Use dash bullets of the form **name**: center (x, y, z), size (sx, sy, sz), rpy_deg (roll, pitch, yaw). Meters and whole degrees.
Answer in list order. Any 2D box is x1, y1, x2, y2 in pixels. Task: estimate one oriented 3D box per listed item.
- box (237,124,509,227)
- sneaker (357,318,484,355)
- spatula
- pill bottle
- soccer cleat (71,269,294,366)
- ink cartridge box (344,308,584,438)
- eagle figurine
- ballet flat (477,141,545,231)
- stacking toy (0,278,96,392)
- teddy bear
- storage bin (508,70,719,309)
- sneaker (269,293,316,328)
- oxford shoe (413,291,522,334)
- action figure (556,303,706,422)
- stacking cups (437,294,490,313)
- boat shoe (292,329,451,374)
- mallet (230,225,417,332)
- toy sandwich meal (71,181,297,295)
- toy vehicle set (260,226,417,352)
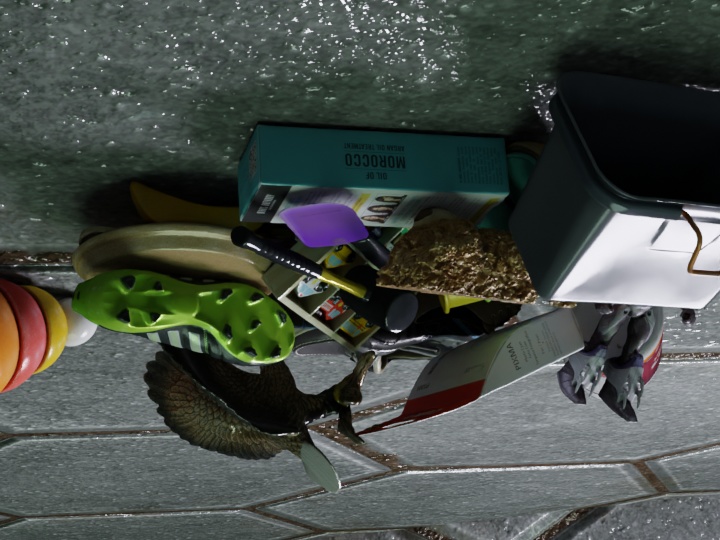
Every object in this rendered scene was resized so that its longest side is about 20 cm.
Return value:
- **box**: center (0.009, -0.071, 1.062), size (0.198, 0.050, 0.082), rpy_deg (2, 161, -16)
- **sneaker**: center (0.063, 0.038, 1.392), size (0.199, 0.074, 0.082), rpy_deg (-2, 153, -33)
- **spatula**: center (-0.005, -0.024, 1.089), size (0.056, 0.021, 0.200), rpy_deg (-9, 169, 17)
- **pill bottle**: center (0.270, 0.075, 1.462), size (0.109, 0.110, 0.200), rpy_deg (-7, 162, 9)
- **soccer cleat**: center (-0.145, 0.036, 1.140), size (0.199, 0.068, 0.081), rpy_deg (16, 171, -37)
- **ink cartridge box**: center (0.091, 0.099, 1.296), size (0.199, 0.048, 0.160), rpy_deg (-20, 178, -28)
- **eagle figurine**: center (-0.100, 0.117, 1.265), size (0.198, 0.153, 0.151), rpy_deg (1, -156, -15)
- **ballet flat**: center (0.142, -0.066, 1.115), size (0.063, 0.069, 0.200), rpy_deg (-29, 170, -15)
- **stacking toy**: center (-0.331, 0.061, 1.311), size (0.146, 0.147, 0.199), rpy_deg (-19, 172, 39)
- **teddy bear**: center (0.104, -0.009, 1.091), size (0.199, 0.067, 0.145), rpy_deg (7, 176, -24)
- **storage bin**: center (0.213, -0.039, 0.984), size (0.199, 0.146, 0.135), rpy_deg (3, 138, -25)
- **sneaker**: center (-0.103, 0.020, 1.305), size (0.198, 0.076, 0.078), rpy_deg (4, 174, -6)
- **oxford shoe**: center (0.139, 0.023, 1.320), size (0.198, 0.085, 0.073), rpy_deg (-6, 160, 1)
- **action figure**: center (0.262, 0.040, 1.301), size (0.129, 0.069, 0.201), rpy_deg (12, 114, -14)
- **stacking cups**: center (0.164, -0.014, 1.234), size (0.199, 0.061, 0.061), rpy_deg (-14, 162, -5)
- **boat shoe**: center (0.017, 0.081, 1.496), size (0.198, 0.065, 0.072), rpy_deg (-6, 163, 9)
- **mallet**: center (-0.024, 0.006, 1.072), size (0.066, 0.041, 0.200), rpy_deg (29, -177, 33)
- **toy sandwich meal**: center (-0.145, -0.021, 1.164), size (0.203, 0.071, 0.205), rpy_deg (-1, 160, 0)
- **toy vehicle set**: center (0.000, 0.000, 1.205), size (0.124, 0.027, 0.200), rpy_deg (-43, 156, 3)
